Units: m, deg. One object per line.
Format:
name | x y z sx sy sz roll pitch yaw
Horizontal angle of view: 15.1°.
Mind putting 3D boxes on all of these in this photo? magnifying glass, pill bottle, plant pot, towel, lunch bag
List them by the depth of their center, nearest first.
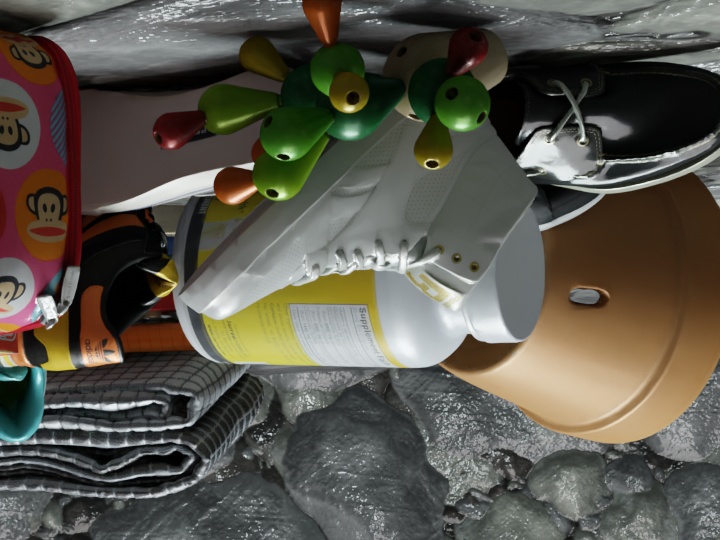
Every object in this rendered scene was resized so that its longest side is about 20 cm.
lunch bag | -0.229 -0.027 1.372 0.200 0.176 0.082 -8 172 39
pill bottle | 0.000 0.000 1.575 0.200 0.112 0.112 0 175 24
magnifying glass | -0.201 0.047 1.752 0.200 0.022 0.080 -4 177 5
plant pot | 0.126 0.008 1.790 0.140 0.200 0.200 10 167 -39
towel | -0.176 0.094 1.792 0.200 0.086 0.166 -3 -166 14

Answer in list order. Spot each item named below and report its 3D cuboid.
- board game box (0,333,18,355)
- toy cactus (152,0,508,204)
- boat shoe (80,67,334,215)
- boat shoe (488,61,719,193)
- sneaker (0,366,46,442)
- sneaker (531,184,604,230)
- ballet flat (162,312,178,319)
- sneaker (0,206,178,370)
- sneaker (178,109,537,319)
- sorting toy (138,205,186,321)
board game box | -0.288 -0.020 1.515 0.200 0.152 0.046 -6 172 26
toy cactus | 0.004 -0.096 1.362 0.165 0.102 0.200 -22 -174 -42
boat shoe | -0.094 -0.066 1.534 0.200 0.075 0.093 -5 168 27
boat shoe | 0.113 -0.081 1.517 0.200 0.072 0.068 -2 175 19
sneaker | -0.211 0.023 1.591 0.077 0.080 0.200 -15 142 -8
sneaker | 0.062 -0.062 1.647 0.200 0.073 0.112 -2 173 -4
ballet flat | -0.117 0.003 1.825 0.069 0.070 0.200 0 -175 -21
sneaker | -0.138 -0.011 1.565 0.090 0.070 0.200 8 -139 17
sneaker | 0.008 -0.014 1.441 0.200 0.116 0.074 -41 -173 -19
sorting toy | -0.219 0.002 1.755 0.200 0.070 0.199 -1 175 -26
